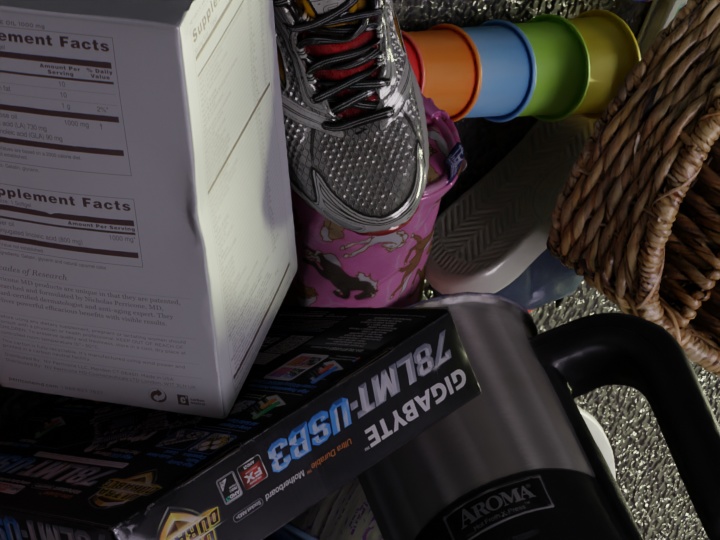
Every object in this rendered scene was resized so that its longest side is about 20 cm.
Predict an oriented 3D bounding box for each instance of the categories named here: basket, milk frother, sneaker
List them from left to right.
[{"bbox_3d":[-0.020,-0.110,1.117,0.077,0.082,0.201,-19,99,-3],"label":"sneaker"},{"bbox_3d":[0.091,0.138,1.241,0.179,0.189,0.201,-12,141,-14],"label":"milk frother"},{"bbox_3d":[0.117,-0.033,1.402,0.200,0.075,0.085,-35,141,-17],"label":"sneaker"},{"bbox_3d":[0.212,-0.047,1.296,0.200,0.149,0.143,-56,150,12],"label":"basket"}]

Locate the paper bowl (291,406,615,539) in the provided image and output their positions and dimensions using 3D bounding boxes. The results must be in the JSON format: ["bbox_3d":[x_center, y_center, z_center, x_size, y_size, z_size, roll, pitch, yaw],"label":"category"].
[{"bbox_3d":[0.040,0.142,1.401,0.200,0.104,0.202,-28,134,-34],"label":"paper bowl"}]

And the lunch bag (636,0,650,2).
[{"bbox_3d":[0.154,-0.225,1.274,0.200,0.075,0.161,-23,122,-54],"label":"lunch bag"}]

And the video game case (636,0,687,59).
[{"bbox_3d":[0.196,-0.102,1.484,0.143,0.018,0.201,10,107,-51],"label":"video game case"}]

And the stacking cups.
[{"bbox_3d":[0.061,-0.100,1.294,0.199,0.060,0.061,-9,121,-46],"label":"stacking cups"}]

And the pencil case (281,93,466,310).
[{"bbox_3d":[0.000,0.000,1.249,0.086,0.083,0.201,3,137,-7],"label":"pencil case"}]

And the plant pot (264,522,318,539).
[{"bbox_3d":[-0.083,0.225,1.252,0.179,0.199,0.201,-22,130,-48],"label":"plant pot"}]

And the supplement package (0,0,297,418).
[{"bbox_3d":[-0.100,-0.054,1.075,0.114,0.109,0.201,-65,157,-49],"label":"supplement package"}]

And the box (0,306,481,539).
[{"bbox_3d":[-0.080,0.078,1.148,0.198,0.200,0.050,-32,109,-32],"label":"box"}]
